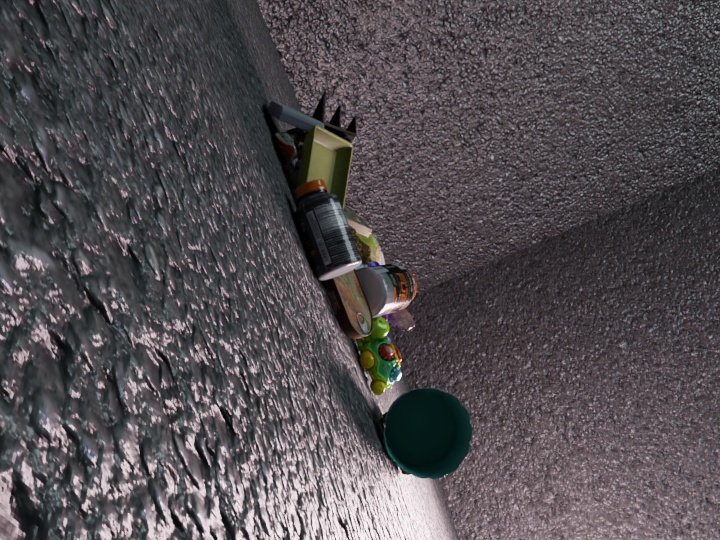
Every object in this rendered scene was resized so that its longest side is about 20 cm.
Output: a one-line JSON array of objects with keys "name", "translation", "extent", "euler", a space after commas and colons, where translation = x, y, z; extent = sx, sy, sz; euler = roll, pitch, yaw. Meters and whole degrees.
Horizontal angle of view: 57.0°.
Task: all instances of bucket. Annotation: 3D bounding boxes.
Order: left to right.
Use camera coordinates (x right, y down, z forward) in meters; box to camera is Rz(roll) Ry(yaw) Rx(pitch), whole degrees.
[{"name": "bucket", "translation": [0.145, 0.365, 1.512], "extent": [0.135, 0.203, 0.211], "euler": [108, -39, -81]}]

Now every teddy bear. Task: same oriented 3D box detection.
[{"name": "teddy bear", "translation": [-0.048, -0.075, 1.572], "extent": [0.143, 0.067, 0.200], "euler": [28, -13, 26]}]

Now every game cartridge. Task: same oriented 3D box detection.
[{"name": "game cartridge", "translation": [-0.168, -0.387, 1.673], "extent": [0.131, 0.042, 0.200], "euler": [24, 11, -20]}]

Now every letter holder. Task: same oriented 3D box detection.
[{"name": "letter holder", "translation": [-0.093, -0.354, 1.790], "extent": [0.201, 0.099, 0.144], "euler": [126, -28, -46]}]

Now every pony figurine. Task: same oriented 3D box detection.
[{"name": "pony figurine", "translation": [0.032, 0.121, 1.808], "extent": [0.200, 0.166, 0.194], "euler": [42, 10, -46]}]

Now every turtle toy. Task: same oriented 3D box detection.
[{"name": "turtle toy", "translation": [0.048, 0.210, 1.690], "extent": [0.146, 0.099, 0.203], "euler": [-101, 170, -76]}]

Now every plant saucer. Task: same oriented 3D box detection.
[{"name": "plant saucer", "translation": [-0.096, -0.236, 1.636], "extent": [0.199, 0.047, 0.205], "euler": [9, 90, -63]}]

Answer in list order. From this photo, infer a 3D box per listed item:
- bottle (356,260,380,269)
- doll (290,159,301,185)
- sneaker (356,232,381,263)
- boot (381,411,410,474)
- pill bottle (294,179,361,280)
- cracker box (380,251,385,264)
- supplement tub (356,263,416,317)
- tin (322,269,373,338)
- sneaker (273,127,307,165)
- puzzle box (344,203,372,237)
[{"name": "bottle", "translation": [0.000, 0.000, 1.748], "extent": [0.198, 0.066, 0.084], "euler": [14, 36, -45]}, {"name": "doll", "translation": [-0.139, -0.214, 1.706], "extent": [0.200, 0.048, 0.139], "euler": [57, 15, -78]}, {"name": "sneaker", "translation": [0.019, -0.026, 1.919], "extent": [0.090, 0.077, 0.205], "euler": [26, 51, -70]}, {"name": "boot", "translation": [0.113, 0.426, 1.676], "extent": [0.200, 0.071, 0.158], "euler": [40, 28, -81]}, {"name": "pill bottle", "translation": [-0.077, -0.091, 1.428], "extent": [0.106, 0.104, 0.204], "euler": [49, 20, -82]}, {"name": "cracker box", "translation": [0.032, 0.050, 2.077], "extent": [0.133, 0.057, 0.205], "euler": [-5, -81, 53]}, {"name": "supplement tub", "translation": [0.058, 0.048, 1.663], "extent": [0.199, 0.121, 0.125], "euler": [-9, 76, -59]}, {"name": "tin", "translation": [-0.031, 0.058, 1.519], "extent": [0.111, 0.041, 0.204], "euler": [-18, 86, -57]}, {"name": "sneaker", "translation": [-0.165, -0.317, 1.630], "extent": [0.201, 0.081, 0.079], "euler": [-101, 170, -69]}, {"name": "puzzle box", "translation": [-0.063, -0.166, 1.844], "extent": [0.132, 0.026, 0.200], "euler": [22, 17, -39]}]
